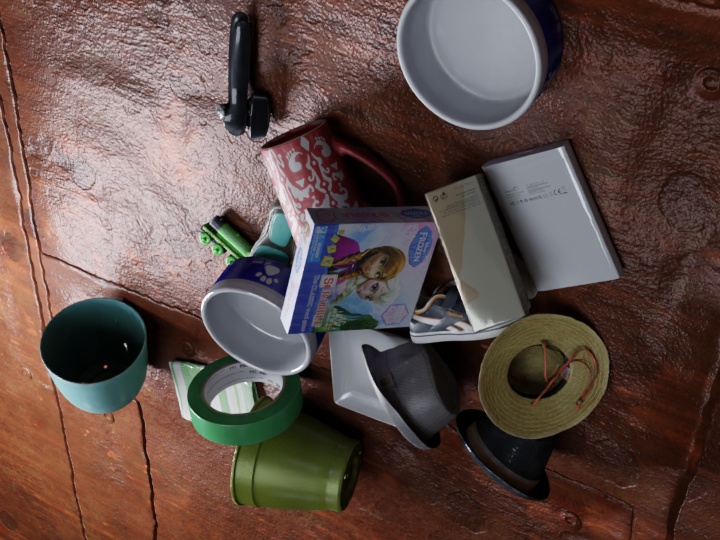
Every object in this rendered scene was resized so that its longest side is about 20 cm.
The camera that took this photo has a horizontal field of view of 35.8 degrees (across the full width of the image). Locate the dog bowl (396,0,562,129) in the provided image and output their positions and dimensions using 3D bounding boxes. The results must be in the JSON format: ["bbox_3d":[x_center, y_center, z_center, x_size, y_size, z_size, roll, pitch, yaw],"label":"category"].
[{"bbox_3d":[0.150,-0.284,1.400,0.199,0.079,0.201,20,132,24],"label":"dog bowl"}]

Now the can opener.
[{"bbox_3d":[-0.179,-0.289,1.665,0.063,0.078,0.201,-125,29,-51],"label":"can opener"}]

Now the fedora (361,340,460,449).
[{"bbox_3d":[0.089,0.172,1.705,0.090,0.201,0.177,-35,130,15],"label":"fedora"}]

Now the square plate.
[{"bbox_3d":[0.039,0.172,1.857,0.199,0.028,0.199,17,130,26],"label":"square plate"}]

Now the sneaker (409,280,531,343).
[{"bbox_3d":[0.153,0.059,1.653,0.199,0.078,0.080,-8,104,32],"label":"sneaker"}]

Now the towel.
[{"bbox_3d":[-0.277,0.250,2.152,0.199,0.023,0.153,13,127,29],"label":"towel"}]

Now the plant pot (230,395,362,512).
[{"bbox_3d":[-0.104,0.345,1.993,0.192,0.201,0.201,12,129,14],"label":"plant pot"}]

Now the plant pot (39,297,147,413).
[{"bbox_3d":[-0.502,0.180,2.152,0.200,0.201,0.161,26,145,19],"label":"plant pot"}]

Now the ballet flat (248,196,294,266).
[{"bbox_3d":[-0.128,-0.054,1.790,0.067,0.064,0.200,26,141,-3],"label":"ballet flat"}]

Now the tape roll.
[{"bbox_3d":[-0.201,0.221,1.945,0.199,0.200,0.048,15,129,27],"label":"tape roll"}]

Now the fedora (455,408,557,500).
[{"bbox_3d":[0.236,0.251,1.683,0.200,0.201,0.092,39,107,6],"label":"fedora"}]

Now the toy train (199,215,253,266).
[{"bbox_3d":[-0.189,-0.018,1.877,0.200,0.042,0.056,41,126,4],"label":"toy train"}]

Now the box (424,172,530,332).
[{"bbox_3d":[0.162,-0.026,1.521,0.077,0.095,0.201,-19,90,14],"label":"box"}]

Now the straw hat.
[{"bbox_3d":[0.253,0.142,1.625,0.202,0.200,0.085,64,175,-19],"label":"straw hat"}]

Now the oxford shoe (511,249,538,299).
[{"bbox_3d":[0.169,-0.023,1.596,0.200,0.058,0.075,42,138,5],"label":"oxford shoe"}]

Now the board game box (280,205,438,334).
[{"bbox_3d":[0.000,0.000,1.599,0.041,0.198,0.201,-118,34,-45],"label":"board game box"}]

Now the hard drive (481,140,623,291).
[{"bbox_3d":[0.261,-0.070,1.514,0.131,0.026,0.201,-11,114,41],"label":"hard drive"}]

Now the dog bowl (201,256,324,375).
[{"bbox_3d":[-0.154,0.075,1.817,0.199,0.079,0.201,18,141,15],"label":"dog bowl"}]

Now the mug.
[{"bbox_3d":[-0.043,-0.121,1.657,0.201,0.177,0.133,66,169,-15],"label":"mug"}]
